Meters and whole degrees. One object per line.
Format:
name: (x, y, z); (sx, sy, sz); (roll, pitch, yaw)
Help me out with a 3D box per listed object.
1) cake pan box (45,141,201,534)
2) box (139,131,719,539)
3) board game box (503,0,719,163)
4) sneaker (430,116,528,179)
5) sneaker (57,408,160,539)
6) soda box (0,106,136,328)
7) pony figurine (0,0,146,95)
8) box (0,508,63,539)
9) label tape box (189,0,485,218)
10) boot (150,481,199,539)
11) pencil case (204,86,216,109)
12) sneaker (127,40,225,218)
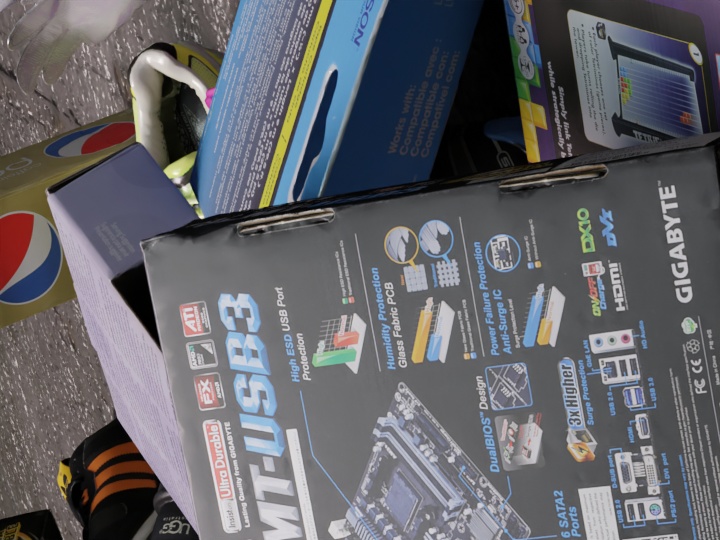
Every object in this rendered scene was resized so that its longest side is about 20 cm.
cake pan box: (-0.052, 0.067, 1.061); (0.184, 0.052, 0.200); (49, 163, 29)
box: (0.042, 0.069, 0.815); (0.197, 0.050, 0.202); (-9, 95, 26)
board game box: (0.124, -0.017, 0.864); (0.165, 0.056, 0.201); (26, 132, 54)
sneaker: (0.044, 0.019, 1.008); (0.071, 0.082, 0.201); (-87, 2, -50)
sneaker: (-0.121, 0.126, 1.321); (0.089, 0.200, 0.070); (5, 119, 15)
soda box: (-0.153, -0.023, 1.260); (0.068, 0.199, 0.064); (20, 127, 58)
pony figurine: (-0.120, -0.173, 1.116); (0.201, 0.192, 0.166); (59, -162, 2)
box: (-0.148, 0.241, 1.260); (0.160, 0.049, 0.201); (-86, -20, -64)
label tape box: (-0.004, -0.063, 0.945); (0.200, 0.066, 0.144); (-124, 49, -67)
boot: (-0.064, 0.210, 1.244); (0.076, 0.169, 0.200); (0, 146, 29)
pencil case: (0.000, 0.000, 1.106); (0.088, 0.088, 0.201); (-3, 106, 65)
sneaker: (-0.065, -0.013, 1.176); (0.076, 0.075, 0.201); (21, -137, -60)
